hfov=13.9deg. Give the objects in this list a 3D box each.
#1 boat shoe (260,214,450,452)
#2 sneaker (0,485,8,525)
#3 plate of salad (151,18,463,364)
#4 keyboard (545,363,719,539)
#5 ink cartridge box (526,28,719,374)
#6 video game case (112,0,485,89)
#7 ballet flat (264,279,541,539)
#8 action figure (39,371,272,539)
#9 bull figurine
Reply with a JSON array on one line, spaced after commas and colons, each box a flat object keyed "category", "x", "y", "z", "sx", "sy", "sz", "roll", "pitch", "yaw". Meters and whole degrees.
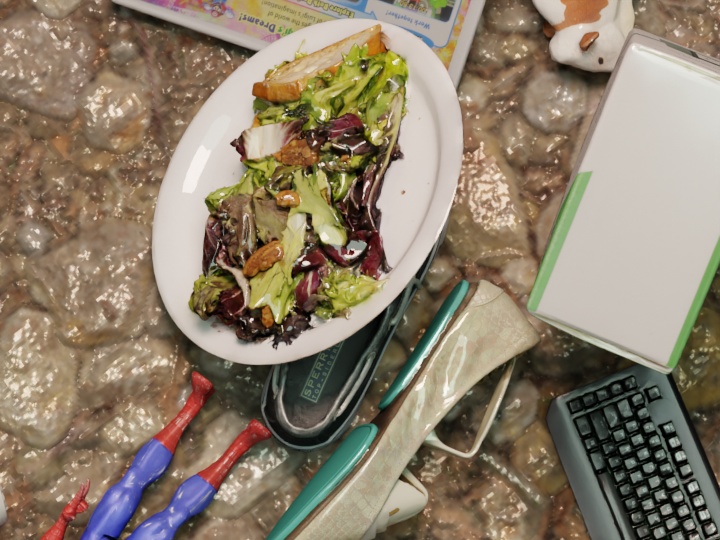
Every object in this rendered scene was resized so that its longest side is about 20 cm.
[{"category": "boat shoe", "x": -0.003, "y": -0.001, "z": 1.593, "sx": 0.073, "sy": 0.068, "sz": 0.200, "roll": 26, "pitch": 80, "yaw": 2}, {"category": "sneaker", "x": -0.269, "y": 0.068, "z": 1.563, "sx": 0.104, "sy": 0.075, "sz": 0.201, "roll": -29, "pitch": 75, "yaw": -12}, {"category": "plate of salad", "x": -0.035, "y": -0.047, "z": 1.562, "sx": 0.199, "sy": 0.048, "sz": 0.201, "roll": -16, "pitch": 58, "yaw": 28}, {"category": "keyboard", "x": 0.191, "y": 0.142, "z": 1.602, "sx": 0.127, "sy": 0.021, "sz": 0.201, "roll": -21, "pitch": 82, "yaw": -6}, {"category": "ink cartridge box", "x": 0.150, "y": -0.041, "z": 1.527, "sx": 0.084, "sy": 0.200, "sz": 0.147, "roll": 21, "pitch": 98, "yaw": 2}, {"category": "video game case", "x": -0.019, "y": -0.200, "z": 1.607, "sx": 0.199, "sy": 0.024, "sz": 0.183, "roll": 19, "pitch": 111, "yaw": 1}, {"category": "ballet flat", "x": 0.026, "y": 0.094, "z": 1.581, "sx": 0.062, "sy": 0.067, "sz": 0.200, "roll": 39, "pitch": 80, "yaw": -6}, {"category": "action figure", "x": -0.132, "y": 0.146, "z": 1.572, "sx": 0.065, "sy": 0.052, "sz": 0.200, "roll": 39, "pitch": 83, "yaw": 1}, {"category": "bull figurine", "x": 0.118, "y": -0.208, "z": 1.639, "sx": 0.121, "sy": 0.065, "sz": 0.200, "roll": -32, "pitch": 84, "yaw": -11}]
